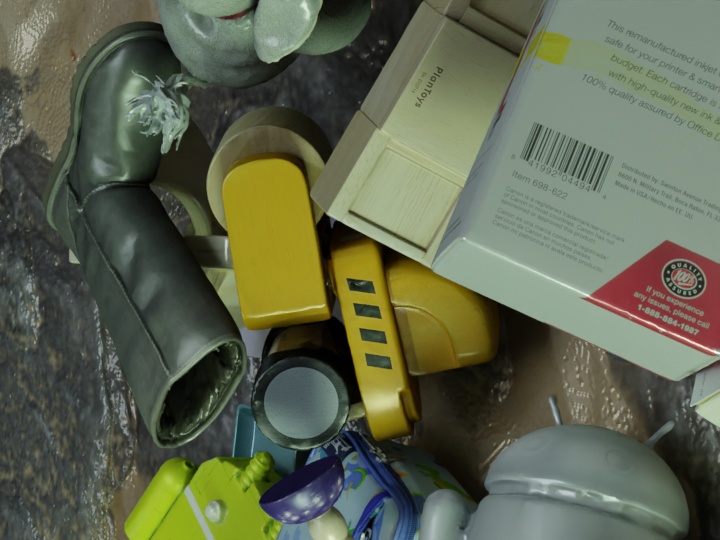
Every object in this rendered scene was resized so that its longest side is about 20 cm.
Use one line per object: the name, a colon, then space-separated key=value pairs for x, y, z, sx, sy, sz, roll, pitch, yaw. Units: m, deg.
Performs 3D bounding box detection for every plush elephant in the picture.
plush elephant: x=-0.073 y=-0.182 z=1.605 sx=0.200 sy=0.165 sz=0.155 roll=-61 pitch=-5 yaw=-26

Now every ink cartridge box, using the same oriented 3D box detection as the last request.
ink cartridge box: x=0.143 y=-0.067 z=1.412 sx=0.083 sy=0.145 sz=0.200 roll=128 pitch=166 yaw=-75

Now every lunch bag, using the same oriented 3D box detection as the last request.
lunch bag: x=-0.004 y=0.203 z=1.641 sx=0.200 sy=0.082 sz=0.161 roll=-66 pitch=24 yaw=12

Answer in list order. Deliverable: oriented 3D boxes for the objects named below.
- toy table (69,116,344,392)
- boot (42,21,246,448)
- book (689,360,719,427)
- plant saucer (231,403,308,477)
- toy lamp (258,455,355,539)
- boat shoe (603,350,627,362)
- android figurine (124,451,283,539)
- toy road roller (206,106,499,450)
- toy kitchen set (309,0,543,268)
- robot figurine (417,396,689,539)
toy table: x=-0.087 y=-0.011 z=1.777 sx=0.200 sy=0.117 sz=0.184 roll=-17 pitch=73 yaw=50
boot: x=-0.122 y=-0.023 z=1.670 sx=0.200 sy=0.073 sz=0.182 roll=-116 pitch=34 yaw=-42
book: x=0.251 y=-0.014 z=1.376 sx=0.200 sy=0.048 sz=0.134 roll=-39 pitch=28 yaw=43
plant saucer: x=-0.065 y=0.189 z=1.808 sx=0.070 sy=0.019 sz=0.200 roll=10 pitch=95 yaw=51
toy lamp: x=0.016 y=0.199 z=1.532 sx=0.058 sy=0.058 sz=0.200 roll=-20 pitch=104 yaw=49
boat shoe: x=0.166 y=-0.049 z=1.503 sx=0.091 sy=0.071 sz=0.200 roll=125 pitch=163 yaw=-77
android figurine: x=-0.092 y=0.202 z=1.797 sx=0.200 sy=0.041 sz=0.182 roll=-56 pitch=47 yaw=34
toy road roller: x=0.000 y=0.000 z=1.617 sx=0.123 sy=0.146 sz=0.200 roll=-83 pitch=-19 yaw=-78
toy kitchen set: x=0.076 y=-0.106 z=1.589 sx=0.200 sy=0.163 sz=0.180 roll=-59 pitch=23 yaw=8
robot figurine: x=0.110 y=0.168 z=1.498 sx=0.113 sy=0.170 sz=0.200 roll=80 pitch=-154 yaw=-74
